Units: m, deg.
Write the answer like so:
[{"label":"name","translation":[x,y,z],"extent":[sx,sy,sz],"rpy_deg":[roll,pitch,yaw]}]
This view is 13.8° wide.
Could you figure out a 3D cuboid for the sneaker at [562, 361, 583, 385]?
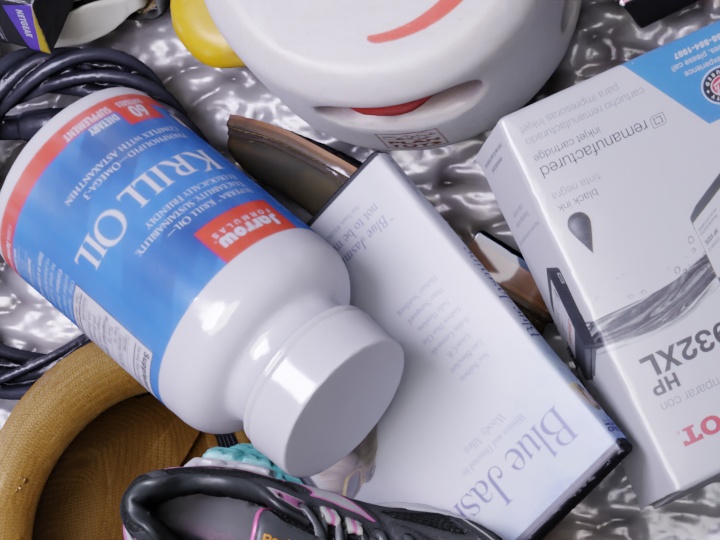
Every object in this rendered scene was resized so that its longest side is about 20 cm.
[{"label":"sneaker","translation":[0.042,0.118,1.506],"extent":[0.200,0.083,0.081],"rpy_deg":[-49,67,17]}]

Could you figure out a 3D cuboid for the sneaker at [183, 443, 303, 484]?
[{"label":"sneaker","translation":[-0.081,0.178,1.489],"extent":[0.077,0.091,0.200],"rpy_deg":[18,56,9]}]

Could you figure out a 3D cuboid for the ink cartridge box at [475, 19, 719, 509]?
[{"label":"ink cartridge box","translation":[0.166,-0.005,1.457],"extent":[0.145,0.084,0.201],"rpy_deg":[-24,83,-9]}]

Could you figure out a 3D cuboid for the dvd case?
[{"label":"dvd case","translation":[0.023,0.061,1.463],"extent":[0.143,0.018,0.200],"rpy_deg":[-46,68,17]}]

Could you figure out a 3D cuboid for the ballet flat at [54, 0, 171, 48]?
[{"label":"ballet flat","translation":[-0.188,-0.146,1.574],"extent":[0.199,0.068,0.069],"rpy_deg":[-11,53,15]}]

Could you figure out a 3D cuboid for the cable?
[{"label":"cable","translation":[-0.165,-0.019,1.566],"extent":[0.163,0.051,0.200],"rpy_deg":[43,108,-7]}]

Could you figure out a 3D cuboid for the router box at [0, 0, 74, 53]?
[{"label":"router box","translation":[-0.201,-0.225,1.554],"extent":[0.157,0.052,0.201],"rpy_deg":[15,67,14]}]

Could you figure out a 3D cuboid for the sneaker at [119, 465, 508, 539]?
[{"label":"sneaker","translation":[-0.025,0.137,1.400],"extent":[0.199,0.086,0.081],"rpy_deg":[8,80,10]}]

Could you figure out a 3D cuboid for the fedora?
[{"label":"fedora","translation":[-0.132,0.126,1.538],"extent":[0.082,0.200,0.202],"rpy_deg":[5,91,53]}]

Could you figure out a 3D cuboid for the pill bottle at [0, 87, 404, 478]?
[{"label":"pill bottle","translation":[-0.075,0.008,1.446],"extent":[0.200,0.112,0.112],"rpy_deg":[38,99,25]}]

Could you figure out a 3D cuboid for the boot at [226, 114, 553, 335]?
[{"label":"boot","translation":[0.000,0.000,1.527],"extent":[0.200,0.075,0.097],"rpy_deg":[30,94,11]}]

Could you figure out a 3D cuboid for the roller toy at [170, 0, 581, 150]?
[{"label":"roller toy","translation":[0.016,-0.155,1.490],"extent":[0.182,0.140,0.200],"rpy_deg":[40,89,17]}]

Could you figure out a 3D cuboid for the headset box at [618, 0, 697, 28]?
[{"label":"headset box","translation":[0.168,-0.226,1.478],"extent":[0.148,0.075,0.201],"rpy_deg":[-25,80,11]}]
